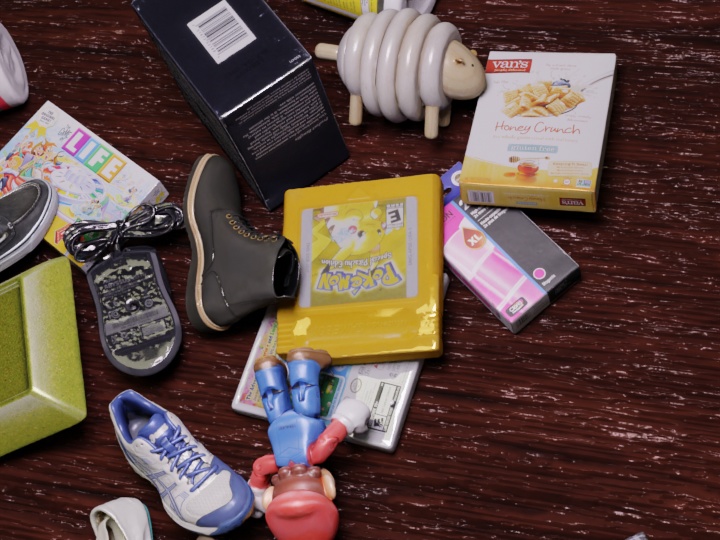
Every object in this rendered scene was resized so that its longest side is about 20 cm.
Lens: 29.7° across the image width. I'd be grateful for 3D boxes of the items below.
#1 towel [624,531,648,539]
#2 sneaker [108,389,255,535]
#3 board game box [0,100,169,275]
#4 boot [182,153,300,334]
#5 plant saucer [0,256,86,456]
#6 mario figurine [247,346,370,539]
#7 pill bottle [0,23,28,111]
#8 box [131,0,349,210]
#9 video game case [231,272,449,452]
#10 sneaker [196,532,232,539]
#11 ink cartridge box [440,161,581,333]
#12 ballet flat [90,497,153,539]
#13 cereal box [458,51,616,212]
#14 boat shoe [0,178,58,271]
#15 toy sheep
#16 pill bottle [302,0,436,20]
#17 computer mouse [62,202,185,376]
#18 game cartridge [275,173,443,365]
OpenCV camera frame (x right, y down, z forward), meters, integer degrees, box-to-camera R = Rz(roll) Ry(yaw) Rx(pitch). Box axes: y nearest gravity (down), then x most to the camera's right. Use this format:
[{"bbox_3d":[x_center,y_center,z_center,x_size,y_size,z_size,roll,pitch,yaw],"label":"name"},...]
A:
[{"bbox_3d":[0.241,0.355,1.196,0.166,0.086,0.200,-33,62,-2],"label":"towel"},{"bbox_3d":[-0.188,0.190,1.352,0.200,0.088,0.075,27,61,39],"label":"sneaker"},{"bbox_3d":[-0.340,-0.097,1.585,0.200,0.034,0.134,34,77,25],"label":"board game box"},{"bbox_3d":[-0.118,-0.042,1.451,0.138,0.077,0.200,-18,70,40],"label":"boot"},{"bbox_3d":[-0.398,0.098,1.468,0.200,0.048,0.200,-24,60,21],"label":"plant saucer"},{"bbox_3d":[-0.056,0.185,1.358,0.106,0.123,0.200,4,69,-27],"label":"mario figurine"},{"bbox_3d":[-0.516,-0.224,1.646,0.200,0.111,0.111,-18,62,5],"label":"pill bottle"},{"bbox_3d":[-0.127,-0.209,1.493,0.123,0.198,0.200,-34,62,-6],"label":"box"},{"bbox_3d":[-0.020,0.076,1.430,0.182,0.024,0.200,12,69,19],"label":"video game case"},{"bbox_3d":[-0.095,0.335,1.311,0.200,0.070,0.076,33,93,30],"label":"sneaker"},{"bbox_3d":[0.132,-0.032,1.438,0.095,0.037,0.200,-40,60,-7],"label":"ink cartridge box"},{"bbox_3d":[-0.225,0.316,1.337,0.069,0.069,0.200,-24,60,2],"label":"ballet flat"},{"bbox_3d":[0.193,-0.154,1.456,0.144,0.040,0.200,4,54,15],"label":"cereal box"},{"bbox_3d":[-0.420,-0.038,1.511,0.072,0.071,0.200,31,67,27],"label":"boat shoe"},{"bbox_3d":[0.042,-0.223,1.494,0.200,0.138,0.138,10,68,15],"label":"toy sheep"},{"bbox_3d":[-0.014,-0.356,1.583,0.200,0.112,0.113,23,73,22],"label":"pill bottle"},{"bbox_3d":[-0.243,0.029,1.487,0.138,0.053,0.200,-13,66,-3],"label":"computer mouse"},{"bbox_3d":[0.000,0.000,1.424,0.176,0.032,0.200,-6,64,15],"label":"game cartridge"}]
